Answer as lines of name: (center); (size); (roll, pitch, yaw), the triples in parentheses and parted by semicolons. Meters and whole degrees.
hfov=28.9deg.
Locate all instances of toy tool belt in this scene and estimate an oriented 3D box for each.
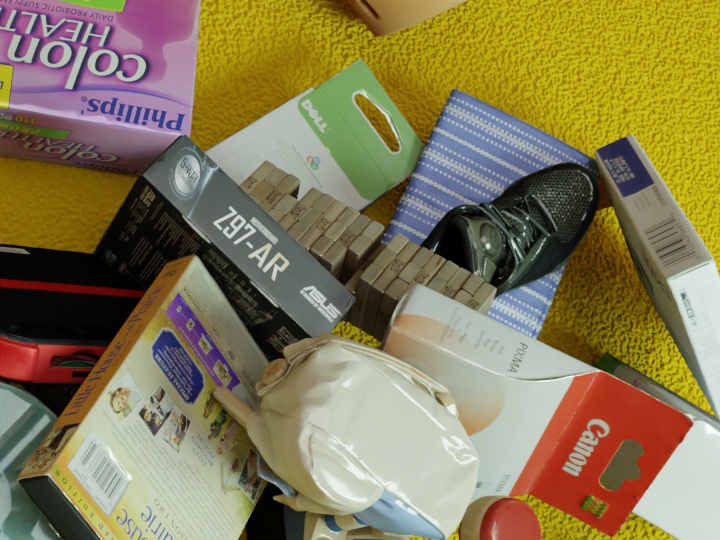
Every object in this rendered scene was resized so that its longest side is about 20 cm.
toy tool belt: (0.008, 0.125, 0.876); (0.200, 0.123, 0.125); (39, 62, -25)

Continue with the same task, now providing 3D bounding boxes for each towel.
towel: (0.097, -0.029, 1.110); (0.145, 0.024, 0.200); (26, 73, -4)

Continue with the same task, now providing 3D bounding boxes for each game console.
game console: (-0.210, 0.026, 0.932); (0.200, 0.177, 0.031); (7, 108, -50)

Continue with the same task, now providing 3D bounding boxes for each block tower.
block tower: (0.000, 0.000, 0.973); (0.200, 0.054, 0.058); (31, 53, 14)

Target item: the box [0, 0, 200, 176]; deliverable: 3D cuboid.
box: (-0.216, -0.187, 1.053); (0.175, 0.097, 0.201); (8, 73, -18)

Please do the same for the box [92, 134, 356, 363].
box: (-0.103, 0.004, 0.982); (0.160, 0.200, 0.044); (43, 66, -4)

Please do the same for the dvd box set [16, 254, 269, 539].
dvd box set: (-0.115, 0.107, 0.866); (0.146, 0.029, 0.200); (58, 37, -26)

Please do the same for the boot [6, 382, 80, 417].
boot: (-0.182, 0.072, 0.967); (0.077, 0.138, 0.200); (-42, 91, -25)

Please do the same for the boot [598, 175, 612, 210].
boot: (0.148, -0.020, 1.163); (0.201, 0.071, 0.144); (4, 79, -15)

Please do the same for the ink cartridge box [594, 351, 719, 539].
ink cartridge box: (0.251, 0.151, 1.066); (0.145, 0.200, 0.088); (31, 93, -11)

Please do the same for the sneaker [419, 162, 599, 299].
sneaker: (0.112, -0.024, 1.042); (0.199, 0.114, 0.076); (-30, 85, -18)

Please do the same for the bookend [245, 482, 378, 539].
bookend: (-0.005, 0.221, 0.957); (0.092, 0.199, 0.201); (-2, 74, -21)

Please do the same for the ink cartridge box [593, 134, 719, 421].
ink cartridge box: (0.251, 0.022, 1.086); (0.041, 0.200, 0.200); (-24, 122, 7)

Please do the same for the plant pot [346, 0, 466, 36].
plant pot: (0.043, -0.282, 1.138); (0.200, 0.200, 0.140); (-32, 105, -25)

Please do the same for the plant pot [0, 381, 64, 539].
plant pot: (-0.259, 0.158, 0.883); (0.200, 0.196, 0.201); (5, 74, -18)

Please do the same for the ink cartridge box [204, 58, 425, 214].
ink cartridge box: (-0.051, -0.072, 1.099); (0.200, 0.059, 0.104); (-36, 89, -30)

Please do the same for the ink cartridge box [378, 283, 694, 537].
ink cartridge box: (0.097, 0.112, 0.928); (0.200, 0.162, 0.050); (27, 50, 8)
